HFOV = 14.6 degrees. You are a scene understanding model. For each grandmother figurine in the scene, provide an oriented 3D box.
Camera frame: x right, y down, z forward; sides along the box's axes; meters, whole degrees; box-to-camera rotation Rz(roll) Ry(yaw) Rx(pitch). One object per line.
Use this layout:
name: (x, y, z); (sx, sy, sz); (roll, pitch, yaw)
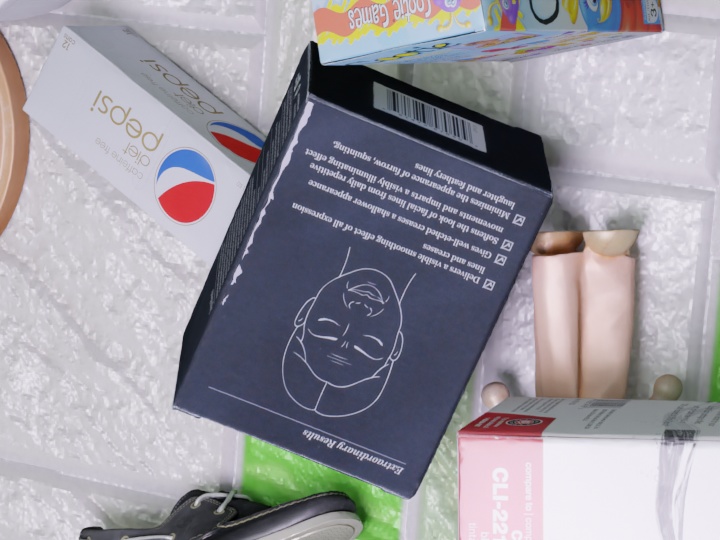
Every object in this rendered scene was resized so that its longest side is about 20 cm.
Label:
grandmother figurine: (0.120, 0.078, 1.574); (0.121, 0.060, 0.202); (-1, 90, 41)

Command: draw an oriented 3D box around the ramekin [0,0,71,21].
ramekin: (-0.237, -0.248, 1.752); (0.199, 0.098, 0.202); (3, 95, 32)

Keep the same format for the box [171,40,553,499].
box: (0.000, 0.000, 1.578); (0.148, 0.107, 0.201); (22, 108, -8)

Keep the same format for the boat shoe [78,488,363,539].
boat shoe: (-0.089, 0.161, 1.707); (0.199, 0.072, 0.068); (-20, 67, 29)

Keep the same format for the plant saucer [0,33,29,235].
plant saucer: (-0.303, -0.091, 1.846); (0.199, 0.032, 0.202); (3, 96, 33)

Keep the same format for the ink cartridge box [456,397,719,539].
ink cartridge box: (0.160, 0.116, 1.467); (0.199, 0.144, 0.084); (0, 95, 14)

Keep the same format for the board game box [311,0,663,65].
board game box: (0.066, -0.169, 1.503); (0.104, 0.200, 0.104); (-9, 89, 32)

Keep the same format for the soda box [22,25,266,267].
soda box: (-0.107, -0.069, 1.699); (0.200, 0.068, 0.064); (38, 112, 24)
